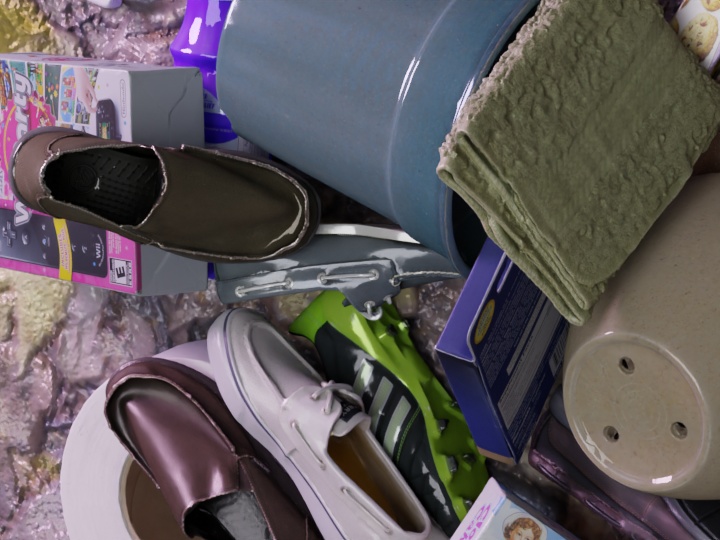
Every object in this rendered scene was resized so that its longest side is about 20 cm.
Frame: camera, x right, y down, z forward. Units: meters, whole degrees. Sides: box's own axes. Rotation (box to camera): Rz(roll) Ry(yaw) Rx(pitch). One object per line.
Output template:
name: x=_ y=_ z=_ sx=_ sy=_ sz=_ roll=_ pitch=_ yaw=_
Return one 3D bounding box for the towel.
towel: x=0.131 y=-0.083 z=1.535 sx=0.036 sy=0.200 sz=0.149 roll=-8 pitch=128 yaw=51

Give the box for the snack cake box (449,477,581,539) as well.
snack cake box: x=0.134 y=0.234 z=1.636 sx=0.199 sy=0.067 sz=0.115 roll=34 pitch=92 yaw=-7

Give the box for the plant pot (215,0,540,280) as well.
plant pot: x=0.028 y=-0.120 z=1.645 sx=0.195 sy=0.200 sz=0.201 roll=23 pitch=108 yaw=28

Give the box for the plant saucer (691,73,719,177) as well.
plant saucer: x=0.296 y=-0.054 z=1.615 sx=0.199 sy=0.032 sz=0.202 roll=4 pitch=100 yaw=24

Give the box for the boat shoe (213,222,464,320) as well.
boat shoe: x=0.000 y=0.000 z=1.711 sx=0.198 sy=0.073 sz=0.062 roll=5 pitch=92 yaw=6

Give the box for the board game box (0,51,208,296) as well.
board game box: x=-0.185 y=-0.068 z=1.765 sx=0.199 sy=0.064 sz=0.149 roll=10 pitch=103 yaw=51

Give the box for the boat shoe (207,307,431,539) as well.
boat shoe: x=-0.022 y=0.102 z=1.704 sx=0.070 sy=0.071 sz=0.201 roll=-38 pitch=81 yaw=41

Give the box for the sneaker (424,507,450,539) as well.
sneaker: x=0.049 y=0.241 z=1.737 sx=0.078 sy=0.099 sz=0.200 roll=-42 pitch=81 yaw=35

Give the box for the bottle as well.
bottle: x=-0.098 y=-0.098 z=1.763 sx=0.083 sy=0.065 sz=0.201 roll=11 pitch=104 yaw=26

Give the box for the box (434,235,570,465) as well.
box: x=0.092 y=0.027 z=1.610 sx=0.032 sy=0.200 sz=0.122 roll=19 pitch=70 yaw=19

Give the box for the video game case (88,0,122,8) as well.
video game case: x=-0.229 y=-0.299 z=1.809 sx=0.199 sy=0.023 sz=0.183 roll=23 pitch=108 yaw=19

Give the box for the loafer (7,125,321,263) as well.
loafer: x=-0.120 y=-0.042 z=1.641 sx=0.199 sy=0.070 sz=0.076 roll=7 pitch=97 yaw=-12

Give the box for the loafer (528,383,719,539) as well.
loafer: x=0.188 y=0.154 z=1.676 sx=0.200 sy=0.072 sz=0.063 roll=43 pitch=116 yaw=25

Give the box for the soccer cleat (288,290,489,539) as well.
soccer cleat: x=0.023 y=0.100 z=1.749 sx=0.081 sy=0.067 sz=0.201 roll=-35 pitch=78 yaw=30

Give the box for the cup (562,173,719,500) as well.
cup: x=0.201 y=0.060 z=1.588 sx=0.199 sy=0.143 sz=0.202 roll=17 pitch=120 yaw=31

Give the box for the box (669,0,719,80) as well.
box: x=0.192 y=-0.112 z=1.636 sx=0.041 sy=0.039 sz=0.201 roll=35 pitch=106 yaw=12

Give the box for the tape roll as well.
tape roll: x=-0.103 y=0.151 z=1.808 sx=0.201 sy=0.071 sz=0.204 roll=4 pitch=100 yaw=23

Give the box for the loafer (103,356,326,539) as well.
loafer: x=-0.096 y=0.135 z=1.723 sx=0.200 sy=0.071 sz=0.073 roll=42 pitch=113 yaw=12
